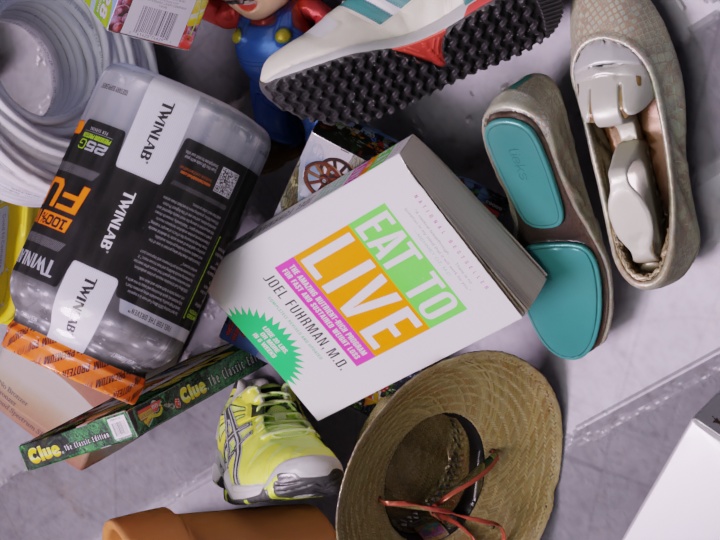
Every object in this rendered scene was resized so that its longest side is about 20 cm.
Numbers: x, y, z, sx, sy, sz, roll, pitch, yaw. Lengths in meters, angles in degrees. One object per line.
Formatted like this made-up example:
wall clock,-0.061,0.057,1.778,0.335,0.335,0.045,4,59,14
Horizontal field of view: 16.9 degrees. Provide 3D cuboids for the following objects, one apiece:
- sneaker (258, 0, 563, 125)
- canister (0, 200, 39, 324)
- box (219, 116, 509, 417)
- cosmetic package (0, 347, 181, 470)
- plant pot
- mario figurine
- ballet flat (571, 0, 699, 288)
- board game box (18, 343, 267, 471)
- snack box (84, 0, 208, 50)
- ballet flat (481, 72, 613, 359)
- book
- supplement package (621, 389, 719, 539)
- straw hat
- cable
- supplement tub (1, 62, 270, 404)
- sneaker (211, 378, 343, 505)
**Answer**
sneaker,0.028,-0.164,1.534,0.199,0.070,0.094,-21,55,14
canister,-0.322,-0.006,1.751,0.086,0.200,0.149,21,118,22
box,0.000,0.000,1.620,0.136,0.038,0.200,28,130,2
cosmetic package,-0.184,0.032,1.751,0.103,0.087,0.200,35,122,17
plant pot,-0.077,0.244,1.632,0.200,0.140,0.201,164,90,-74
mario figurine,-0.069,-0.155,1.596,0.123,0.106,0.201,-14,112,-2
ballet flat,0.169,-0.084,1.500,0.067,0.062,0.201,-10,103,29
board game box,-0.137,0.086,1.675,0.105,0.200,0.024,-17,96,34
snack box,-0.128,-0.268,1.548,0.169,0.068,0.200,52,125,52
ballet flat,0.130,-0.036,1.551,0.067,0.062,0.200,4,127,29
book,0.003,0.006,1.573,0.200,0.048,0.134,-30,107,40
supplement package,0.237,0.177,1.531,0.120,0.121,0.200,34,123,15
straw hat,0.038,0.133,1.627,0.085,0.201,0.202,31,126,49
cable,-0.228,-0.141,1.642,0.069,0.200,0.201,-21,58,42
supplement tub,-0.149,-0.023,1.569,0.122,0.123,0.200,22,85,23
sneaker,-0.065,0.118,1.669,0.200,0.075,0.077,-173,81,-71
